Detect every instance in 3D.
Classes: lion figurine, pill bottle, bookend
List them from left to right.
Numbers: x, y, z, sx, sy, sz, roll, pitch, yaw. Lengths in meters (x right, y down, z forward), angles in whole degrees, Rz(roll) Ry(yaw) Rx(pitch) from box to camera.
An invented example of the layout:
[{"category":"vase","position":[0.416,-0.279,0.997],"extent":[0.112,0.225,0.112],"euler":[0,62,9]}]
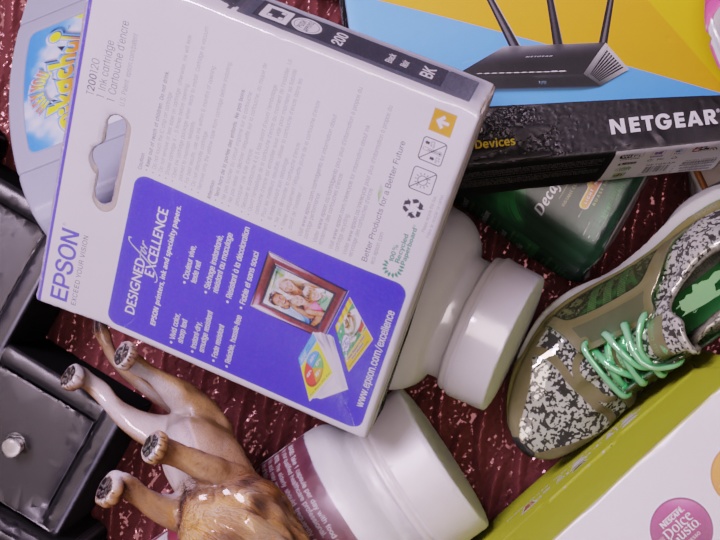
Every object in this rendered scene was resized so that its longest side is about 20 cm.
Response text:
[{"category":"bookend","position":[-0.204,0.044,0.807],"extent":[0.199,0.092,0.200],"euler":[31,92,3]},{"category":"lion figurine","position":[-0.088,0.104,0.721],"extent":[0.122,0.201,0.073],"euler":[33,109,-34]},{"category":"pill bottle","position":[-0.032,0.164,0.783],"extent":[0.199,0.114,0.115],"euler":[-35,87,4]},{"category":"pill bottle","position":[0.000,0.000,0.770],"extent":[0.199,0.112,0.113],"euler":[26,92,13]}]

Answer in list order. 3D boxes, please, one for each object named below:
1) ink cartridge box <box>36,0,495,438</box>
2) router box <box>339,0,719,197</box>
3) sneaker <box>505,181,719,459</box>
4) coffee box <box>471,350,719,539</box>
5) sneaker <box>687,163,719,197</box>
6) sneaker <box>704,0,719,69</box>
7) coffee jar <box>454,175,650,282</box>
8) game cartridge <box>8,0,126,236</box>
[{"category":"ink cartridge box","position":[-0.056,-0.036,0.676],"extent":[0.198,0.043,0.200],"euler":[22,121,5]},{"category":"router box","position":[0.091,-0.121,0.726],"extent":[0.198,0.051,0.151],"euler":[-7,74,-5]},{"category":"sneaker","position":[0.154,0.032,0.724],"extent":[0.077,0.089,0.200],"euler":[42,103,-4]},{"category":"coffee box","position":[0.184,0.180,0.722],"extent":[0.199,0.200,0.198],"euler":[-42,86,4]},{"category":"sneaker","position":[0.210,-0.113,0.780],"extent":[0.072,0.085,0.202],"euler":[-18,87,6]},{"category":"sneaker","position":[0.274,-0.110,0.708],"extent":[0.199,0.088,0.082],"euler":[24,52,-16]},{"category":"coffee jar","position":[0.071,-0.084,0.789],"extent":[0.199,0.085,0.105],"euler":[30,90,4]},{"category":"game cartridge","position":[-0.141,-0.111,0.776],"extent":[0.132,0.041,0.201],"euler":[-21,54,15]}]
